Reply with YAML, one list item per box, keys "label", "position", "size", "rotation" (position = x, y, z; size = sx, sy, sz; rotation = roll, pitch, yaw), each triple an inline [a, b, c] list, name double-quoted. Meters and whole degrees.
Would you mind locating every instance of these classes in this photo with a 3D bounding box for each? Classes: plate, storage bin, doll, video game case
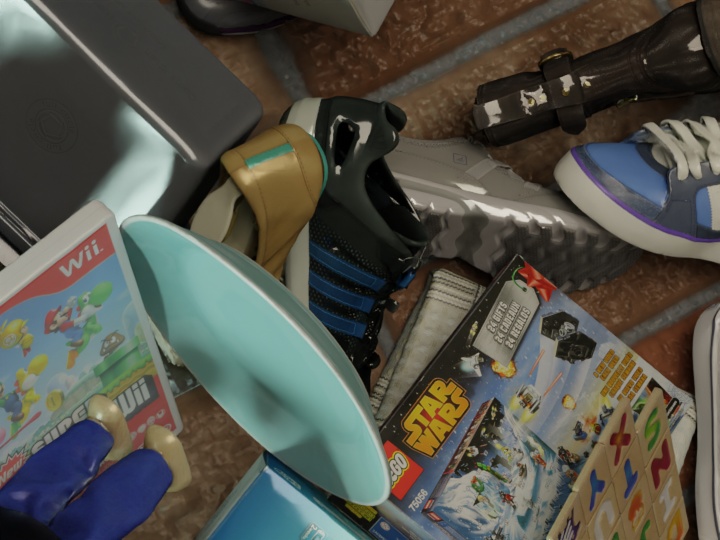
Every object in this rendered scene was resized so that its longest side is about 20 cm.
- label: "plate"
  position: [-0.050, 0.042, 1.425]
  size: [0.200, 0.200, 0.026]
  rotation: [47, 70, -1]
- label: "storage bin"
  position: [-0.151, -0.092, 1.510]
  size: [0.200, 0.134, 0.146]
  rotation: [45, 37, -2]
- label: "doll"
  position: [-0.169, 0.149, 1.406]
  size: [0.136, 0.049, 0.200]
  rotation: [26, 49, 23]
- label: "video game case"
  position: [-0.170, 0.069, 1.464]
  size: [0.143, 0.201, 0.017]
  rotation: [-39, 56, -20]

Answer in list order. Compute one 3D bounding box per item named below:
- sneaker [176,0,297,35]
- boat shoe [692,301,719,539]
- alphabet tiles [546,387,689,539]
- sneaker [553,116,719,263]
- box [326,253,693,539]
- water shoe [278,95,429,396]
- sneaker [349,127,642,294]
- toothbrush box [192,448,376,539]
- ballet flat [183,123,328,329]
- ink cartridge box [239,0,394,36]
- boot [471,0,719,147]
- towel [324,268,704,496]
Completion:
- label: "sneaker"
  position: [-0.018, -0.206, 1.616]
  size: [0.199, 0.088, 0.075]
  rotation: [-27, 85, -19]
- label: "boat shoe"
  position: [0.240, 0.115, 1.609]
  size: [0.073, 0.065, 0.202]
  rotation: [-7, 86, -34]
- label: "alphabet tiles"
  position: [0.142, 0.169, 1.524]
  size: [0.006, 0.201, 0.167]
  rotation: [15, 55, 26]
- label: "sneaker"
  position: [0.224, -0.080, 1.603]
  size: [0.199, 0.147, 0.081]
  rotation: [16, 29, -32]
- label: "box"
  position: [0.087, 0.100, 1.538]
  size: [0.137, 0.040, 0.200]
  rotation: [40, 50, 0]
- label: "water shoe"
  position: [0.000, 0.000, 1.532]
  size: [0.078, 0.072, 0.201]
  rotation: [-1, 118, 13]
- label: "sneaker"
  position: [0.079, -0.045, 1.612]
  size: [0.199, 0.075, 0.082]
  rotation: [15, 52, -22]
- label: "toothbrush box"
  position: [-0.020, 0.219, 1.496]
  size: [0.200, 0.085, 0.147]
  rotation: [38, 91, -2]
- label: "ballet flat"
  position: [-0.075, -0.006, 1.500]
  size: [0.063, 0.201, 0.069]
  rotation: [-18, 57, -32]
- label: "ink cartridge box"
  position: [-0.061, -0.247, 1.539]
  size: [0.199, 0.145, 0.146]
  rotation: [18, 68, 28]
- label: "boot"
  position: [0.152, -0.120, 1.633]
  size: [0.173, 0.200, 0.070]
  rotation: [-19, 87, 14]
- label: "towel"
  position: [0.088, 0.122, 1.596]
  size: [0.192, 0.035, 0.201]
  rotation: [27, 72, -8]
